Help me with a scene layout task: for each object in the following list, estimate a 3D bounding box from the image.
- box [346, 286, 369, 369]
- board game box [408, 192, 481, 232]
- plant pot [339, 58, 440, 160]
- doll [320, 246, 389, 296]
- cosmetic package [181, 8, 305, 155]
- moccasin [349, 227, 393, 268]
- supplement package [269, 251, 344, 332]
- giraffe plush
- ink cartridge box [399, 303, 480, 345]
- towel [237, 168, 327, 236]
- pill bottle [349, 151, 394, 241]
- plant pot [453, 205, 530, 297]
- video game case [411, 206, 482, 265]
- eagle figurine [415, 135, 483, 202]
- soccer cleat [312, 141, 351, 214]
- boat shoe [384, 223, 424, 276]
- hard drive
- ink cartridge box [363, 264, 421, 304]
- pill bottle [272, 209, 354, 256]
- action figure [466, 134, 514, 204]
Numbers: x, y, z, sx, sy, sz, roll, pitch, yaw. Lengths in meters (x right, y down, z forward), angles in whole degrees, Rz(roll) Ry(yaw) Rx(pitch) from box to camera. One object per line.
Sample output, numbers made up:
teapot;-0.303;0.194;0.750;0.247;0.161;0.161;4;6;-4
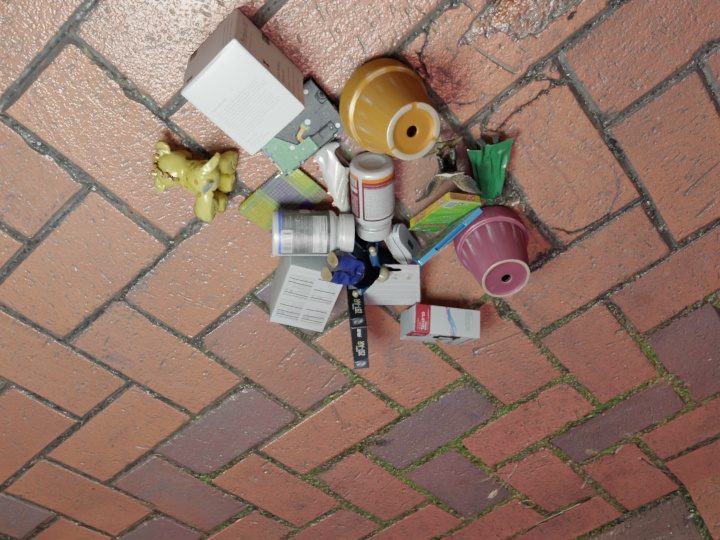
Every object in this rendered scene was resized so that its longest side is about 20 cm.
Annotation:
box;-0.008;0.142;1.861;0.043;0.201;0.162;-5;131;-2
board game box;0.206;-0.143;1.703;0.094;0.030;0.200;3;158;-28
plant pot;0.076;-0.331;1.457;0.198;0.184;0.202;-12;124;-18
doll;0.000;0.000;1.674;0.198;0.048;0.138;10;111;-43
cosmetic package;-0.241;-0.391;1.412;0.164;0.166;0.200;-36;126;21
moccasin;0.012;-0.064;1.770;0.198;0.081;0.068;26;128;-26
supplement package;-0.141;0.027;1.778;0.149;0.153;0.201;13;128;-16
giraffe plush;-0.393;-0.218;1.554;0.160;0.200;0.175;20;96;7
ink cartridge box;0.227;0.156;1.937;0.197;0.084;0.146;7;164;-12
towel;-0.196;-0.172;1.693;0.199;0.023;0.143;-39;123;22
pill bottle;0.031;-0.178;1.658;0.108;0.110;0.202;-5;130;-3
plant pot;0.356;-0.038;1.769;0.197;0.180;0.202;-4;131;-5
video game case;0.215;-0.088;1.707;0.200;0.143;0.018;-41;94;2
eagle figurine;0.209;-0.230;1.622;0.151;0.151;0.201;-41;143;-25
soccer cleat;-0.051;-0.220;1.644;0.077;0.070;0.201;-21;126;6
boat shoe;0.114;-0.056;1.807;0.065;0.074;0.201;0;141;30
hard drive;-0.142;-0.326;1.547;0.199;0.038;0.140;-36;115;19
ink cartridge box;0.084;0.025;1.831;0.160;0.058;0.201;0;142;6
pill bottle;-0.116;-0.091;1.653;0.197;0.114;0.115;0;130;-9
action figure;0.319;-0.241;1.680;0.116;0.055;0.201;-11;137;0
